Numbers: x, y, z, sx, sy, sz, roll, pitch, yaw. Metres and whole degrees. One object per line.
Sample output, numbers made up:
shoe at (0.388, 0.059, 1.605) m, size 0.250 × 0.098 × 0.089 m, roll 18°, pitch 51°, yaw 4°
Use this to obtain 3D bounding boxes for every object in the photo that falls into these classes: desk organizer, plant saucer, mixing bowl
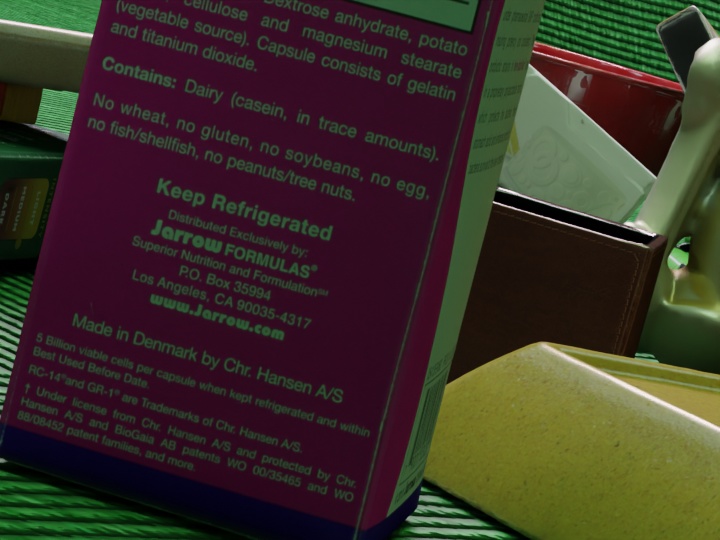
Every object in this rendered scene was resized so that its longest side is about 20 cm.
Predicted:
desk organizer at (0.000, 0.000, 1.007) m, size 0.199 × 0.077 × 0.072 m, roll 17°, pitch 7°, yaw 9°
plant saucer at (0.137, 0.071, 0.872) m, size 0.199 × 0.049 × 0.200 m, roll 10°, pitch 9°, yaw -34°
mixing bowl at (0.109, -0.083, 1.805) m, size 0.199 × 0.109 × 0.200 m, roll 15°, pitch 6°, yaw -2°

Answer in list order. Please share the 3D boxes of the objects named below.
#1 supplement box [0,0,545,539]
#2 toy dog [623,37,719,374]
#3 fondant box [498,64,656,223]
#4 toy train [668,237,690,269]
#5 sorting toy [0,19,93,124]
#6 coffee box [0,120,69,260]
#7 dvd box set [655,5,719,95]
supplement box at (-0.014, -0.039, 0.765) m, size 0.103 × 0.201 × 0.101 m, roll 17°, pitch 6°, yaw 9°
toy dog at (0.222, 0.019, 1.243) m, size 0.199 × 0.140 × 0.194 m, roll 18°, pitch -30°, yaw 30°
fondant box at (0.078, -0.071, 1.543) m, size 0.144 × 0.058 × 0.200 m, roll 42°, pitch 0°, yaw 0°
toy train at (0.188, 0.011, 1.528) m, size 0.056 × 0.042 × 0.200 m, roll 4°, pitch 8°, yaw -7°
sorting toy at (-0.196, -0.083, 1.081) m, size 0.199 × 0.037 × 0.185 m, roll 12°, pitch 4°, yaw 44°
coffee box at (-0.172, -0.037, 1.052) m, size 0.122 × 0.044 × 0.200 m, roll 15°, pitch 7°, yaw 16°
dvd box set at (0.229, -0.059, 1.684) m, size 0.029 × 0.147 × 0.200 m, roll -26°, pitch -16°, yaw 12°
